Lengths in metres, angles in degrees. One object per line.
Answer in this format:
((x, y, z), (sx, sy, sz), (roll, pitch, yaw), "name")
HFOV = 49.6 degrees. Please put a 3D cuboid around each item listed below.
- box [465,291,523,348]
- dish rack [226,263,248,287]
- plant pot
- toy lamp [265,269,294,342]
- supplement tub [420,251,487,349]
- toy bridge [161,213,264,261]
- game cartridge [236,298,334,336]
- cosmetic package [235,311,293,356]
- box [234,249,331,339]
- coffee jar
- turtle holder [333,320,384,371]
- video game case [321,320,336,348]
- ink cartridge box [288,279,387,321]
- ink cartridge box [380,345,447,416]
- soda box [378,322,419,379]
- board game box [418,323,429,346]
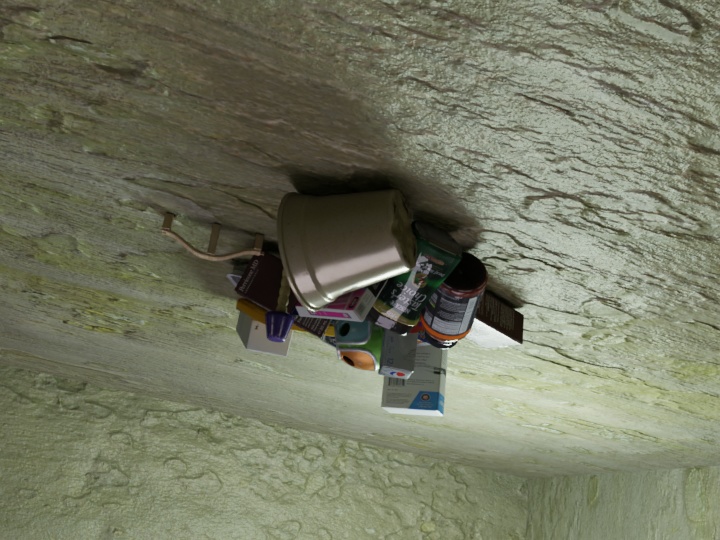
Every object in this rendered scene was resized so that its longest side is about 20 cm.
((0.255, 0.101, 1.661), (0.099, 0.076, 0.199), (-11, 150, 40), "box")
((-0.179, 0.041, 1.694), (0.198, 0.044, 0.172), (13, 161, 15), "dish rack")
((-0.012, -0.050, 1.268), (0.182, 0.203, 0.200), (-12, 153, 18), "plant pot")
((-0.144, 0.036, 1.482), (0.058, 0.202, 0.058), (7, 159, 3), "toy lamp")
((0.173, 0.063, 1.489), (0.106, 0.108, 0.201), (8, 138, -1), "supplement tub")
((-0.281, -0.054, 1.489), (0.198, 0.068, 0.027), (13, 159, -11), "toy bridge")
((-0.168, 0.105, 1.764), (0.175, 0.033, 0.199), (12, -179, -30), "game cartridge")
((-0.230, 0.139, 1.849), (0.100, 0.072, 0.200), (13, -176, -17), "cosmetic package")
((-0.140, 0.046, 1.554), (0.199, 0.101, 0.075), (28, 173, 1), "box")
((0.087, 0.019, 1.376), (0.103, 0.086, 0.201), (22, 117, -19), "coffee jar")
((0.010, 0.117, 1.622), (0.130, 0.188, 0.141), (-8, 173, -1), "turtle holder")
((0.004, 0.150, 1.786), (0.180, 0.023, 0.201), (25, 148, 6), "video game case")
((-0.049, 0.040, 1.382), (0.199, 0.095, 0.037), (-1, 138, 48), "ink cartridge box")
((0.137, 0.250, 1.928), (0.144, 0.202, 0.084), (1, 160, 19), "ink cartridge box")
((0.081, 0.104, 1.523), (0.063, 0.202, 0.068), (10, 158, -2), "soda box")
((0.053, 0.148, 1.848), (0.134, 0.045, 0.199), (24, 154, -32), "board game box")
